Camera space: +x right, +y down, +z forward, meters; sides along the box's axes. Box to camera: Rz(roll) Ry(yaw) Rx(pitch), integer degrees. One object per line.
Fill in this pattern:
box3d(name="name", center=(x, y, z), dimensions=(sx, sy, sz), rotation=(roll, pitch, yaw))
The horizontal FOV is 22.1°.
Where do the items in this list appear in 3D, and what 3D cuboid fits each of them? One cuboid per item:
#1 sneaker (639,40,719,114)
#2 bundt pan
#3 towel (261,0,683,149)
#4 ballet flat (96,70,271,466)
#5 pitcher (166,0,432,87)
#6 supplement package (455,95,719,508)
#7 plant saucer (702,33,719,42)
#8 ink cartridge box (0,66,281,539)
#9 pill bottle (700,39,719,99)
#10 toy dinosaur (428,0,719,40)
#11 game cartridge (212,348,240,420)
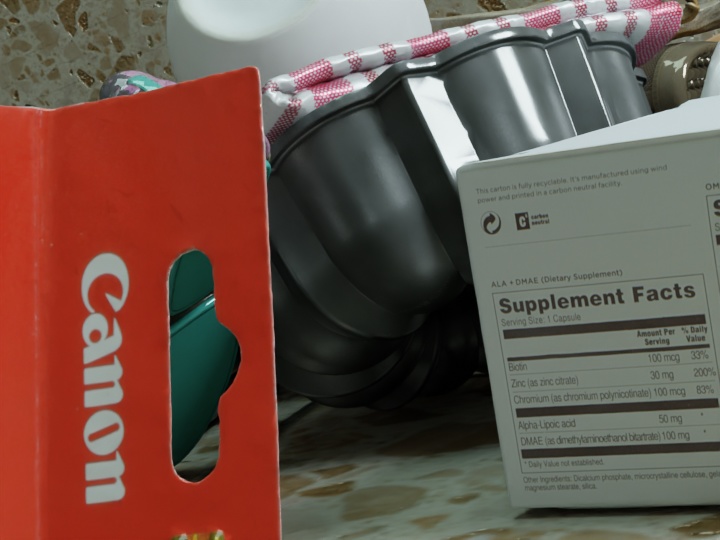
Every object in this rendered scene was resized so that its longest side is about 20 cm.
box3d(name="sneaker", center=(0.183, -0.088, 0.947), dimensions=(0.075, 0.071, 0.200), rotation=(-6, -4, 39))
box3d(name="bundt pan", center=(0.038, -0.009, 0.735), dimensions=(0.201, 0.076, 0.202), rotation=(-22, -22, -9))
box3d(name="towel", center=(0.026, -0.050, 0.760), dimensions=(0.199, 0.030, 0.146), rotation=(-17, -23, -29))
box3d(name="ballet flat", center=(-0.077, -0.001, 0.662), dimensions=(0.069, 0.071, 0.200), rotation=(-34, -22, -30))
box3d(name="pitcher", center=(-0.038, -0.077, 0.902), dimensions=(0.171, 0.121, 0.200), rotation=(-31, -32, 1))
box3d(name="supplement package", center=(0.151, -0.004, 0.603), dimensions=(0.155, 0.111, 0.200), rotation=(-6, 7, 32))
box3d(name="plant saucer", center=(0.247, -0.079, 1.079), dimensions=(0.199, 0.032, 0.201), rotation=(-9, -31, -5))
box3d(name="ink cartridge box", center=(-0.122, 0.030, 0.484), dimensions=(0.199, 0.161, 0.047), rotation=(-8, -16, 19))
box3d(name="pill bottle", center=(0.241, -0.041, 0.729), dimensions=(0.199, 0.111, 0.111), rotation=(7, 13, 28))
box3d(name="toy dinosaur", center=(0.100, -0.120, 0.898), dimensions=(0.199, 0.061, 0.106), rotation=(0, -6, 8))
box3d(name="game cartridge", center=(-0.108, 0.050, 0.902), dimensions=(0.133, 0.042, 0.200), rotation=(-12, 5, 20))
